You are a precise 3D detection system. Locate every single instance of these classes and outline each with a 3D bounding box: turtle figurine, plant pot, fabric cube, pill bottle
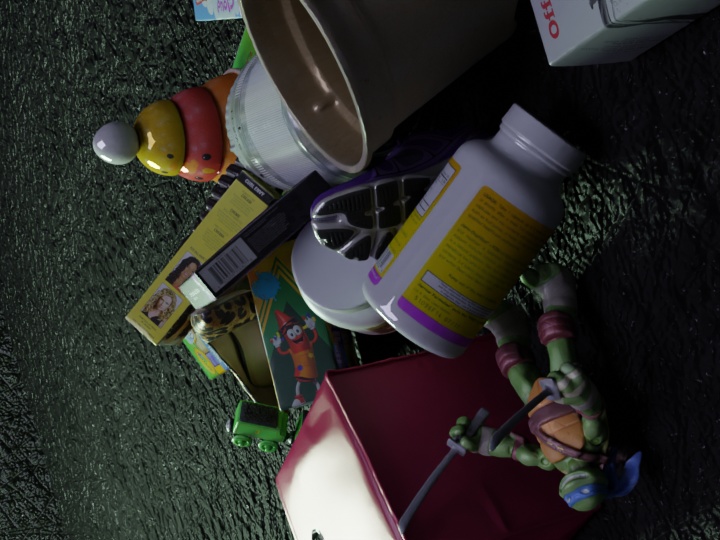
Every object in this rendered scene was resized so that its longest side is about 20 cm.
[{"bbox_3d":[0.125,0.094,1.029,0.144,0.199,0.195,93,172,-55],"label":"turtle figurine"},{"bbox_3d":[0.024,-0.213,1.068,0.201,0.183,0.201,53,165,21],"label":"plant pot"},{"bbox_3d":[0.061,0.204,1.173,0.197,0.199,0.200,65,150,28],"label":"fabric cube"},{"bbox_3d":[0.000,0.000,1.212,0.200,0.114,0.115,28,-134,-78],"label":"pill bottle"},{"bbox_3d":[0.096,-0.034,1.045,0.200,0.104,0.104,-54,43,11],"label":"pill bottle"}]

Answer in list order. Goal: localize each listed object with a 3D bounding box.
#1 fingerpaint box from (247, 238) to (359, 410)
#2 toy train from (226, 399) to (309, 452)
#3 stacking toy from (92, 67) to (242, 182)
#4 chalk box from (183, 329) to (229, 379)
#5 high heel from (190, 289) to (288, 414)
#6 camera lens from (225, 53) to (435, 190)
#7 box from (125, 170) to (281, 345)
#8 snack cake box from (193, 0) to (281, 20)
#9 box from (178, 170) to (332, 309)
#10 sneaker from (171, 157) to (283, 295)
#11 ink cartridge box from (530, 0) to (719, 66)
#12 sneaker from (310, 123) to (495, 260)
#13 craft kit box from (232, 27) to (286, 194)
[{"bbox_3d":[-0.056,0.060,1.388,0.200,0.073,0.168,34,-139,-81],"label":"fingerpaint box"},{"bbox_3d":[-0.046,0.180,1.393,0.056,0.199,0.042,116,163,-50],"label":"toy train"},{"bbox_3d":[-0.213,-0.152,1.478,0.146,0.199,0.147,34,129,55],"label":"stacking toy"},{"bbox_3d":[-0.160,0.046,1.591,0.124,0.124,0.200,55,152,-4],"label":"chalk box"},{"bbox_3d":[-0.118,0.097,1.355,0.200,0.071,0.143,20,-131,-80],"label":"high heel"},{"bbox_3d":[-0.032,-0.161,1.258,0.200,0.159,0.161,-5,95,63],"label":"camera lens"},{"bbox_3d":[-0.160,-0.011,1.353,0.050,0.200,0.075,39,-174,10],"label":"box"},{"bbox_3d":[-0.047,-0.277,1.198,0.115,0.199,0.068,20,118,60],"label":"snack cake box"},{"bbox_3d":[-0.102,-0.025,1.196,0.036,0.143,0.200,49,167,-3],"label":"box"},{"bbox_3d":[-0.124,-0.046,1.460,0.076,0.115,0.200,33,84,42],"label":"sneaker"},{"bbox_3d":[0.192,-0.243,0.874,0.200,0.083,0.146,-29,74,62],"label":"ink cartridge box"},{"bbox_3d":[0.038,-0.073,1.111,0.083,0.199,0.081,40,143,42],"label":"sneaker"},{"bbox_3d":[-0.097,-0.181,1.509,0.201,0.048,0.198,65,147,25],"label":"craft kit box"}]
